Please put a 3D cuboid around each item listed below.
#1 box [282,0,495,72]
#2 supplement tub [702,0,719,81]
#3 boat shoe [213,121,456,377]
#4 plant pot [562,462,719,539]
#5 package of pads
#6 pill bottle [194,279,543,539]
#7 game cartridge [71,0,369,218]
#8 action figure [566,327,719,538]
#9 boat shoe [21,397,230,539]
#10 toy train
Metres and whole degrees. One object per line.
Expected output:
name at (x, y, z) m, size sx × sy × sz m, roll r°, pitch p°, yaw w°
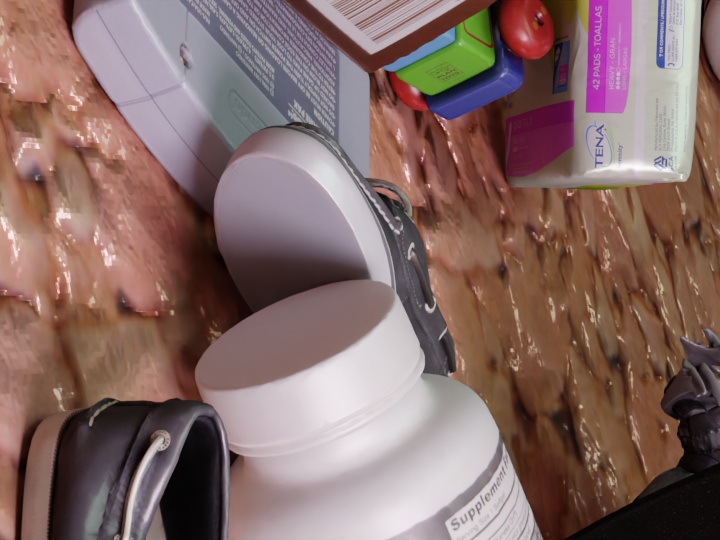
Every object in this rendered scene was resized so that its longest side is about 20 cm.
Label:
box at (-0.019, -0.194, 1.064) m, size 0.100 × 0.075 × 0.200 m, roll 33°, pitch 30°, yaw -62°
supplement tub at (0.329, -0.226, 1.879) m, size 0.146 × 0.145 × 0.200 m, roll 59°, pitch 28°, yaw -34°
boat shoe at (0.000, 0.000, 1.008) m, size 0.066 × 0.070 × 0.200 m, roll -63°, pitch 147°, yaw -31°
plant pot at (0.133, 0.222, 1.083) m, size 0.200 × 0.177 × 0.200 m, roll 52°, pitch 32°, yaw -42°
package of pads at (0.118, -0.120, 1.274) m, size 0.200 × 0.068 × 0.155 m, roll 180°, pitch -88°, yaw -83°
pill bottle at (0.013, 0.109, 0.955) m, size 0.201 × 0.110 × 0.111 m, roll 67°, pitch 23°, yaw -19°
game cartridge at (-0.053, -0.088, 1.025) m, size 0.200 × 0.041 × 0.133 m, roll 47°, pitch 32°, yaw -49°
action figure at (0.164, 0.117, 1.247) m, size 0.200 × 0.069 × 0.130 m, roll -53°, pitch 126°, yaw -25°
boat shoe at (-0.069, 0.133, 0.807) m, size 0.073 × 0.063 × 0.201 m, roll 39°, pitch 42°, yaw -56°
toy train at (0.023, -0.184, 1.225) m, size 0.116 × 0.084 × 0.201 m, roll 26°, pitch 51°, yaw -45°
